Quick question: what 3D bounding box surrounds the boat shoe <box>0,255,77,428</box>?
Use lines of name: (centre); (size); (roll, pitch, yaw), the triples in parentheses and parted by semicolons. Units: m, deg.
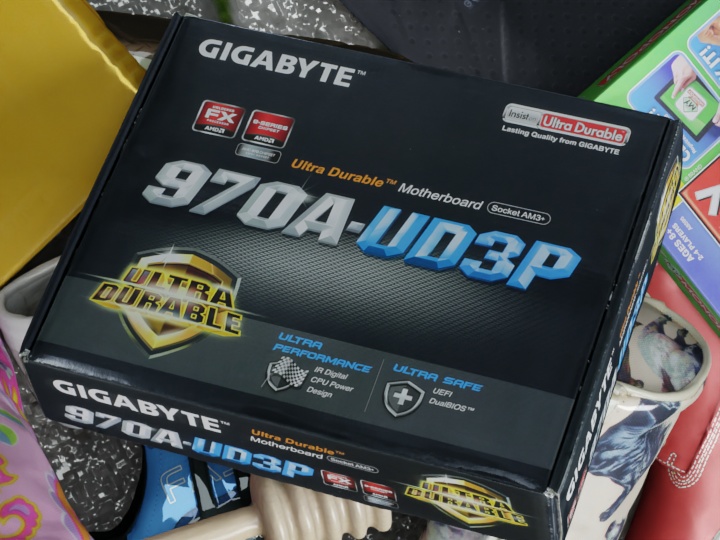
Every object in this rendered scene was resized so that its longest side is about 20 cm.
boat shoe: (-0.046, -0.007, 1.031); (0.199, 0.072, 0.066); (-20, 130, 11)

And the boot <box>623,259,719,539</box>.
boot: (0.114, 0.041, 1.068); (0.144, 0.072, 0.201); (28, 94, -14)

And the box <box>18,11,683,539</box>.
box: (0.000, 0.000, 0.953); (0.199, 0.046, 0.160); (14, 60, 15)

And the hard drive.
hard drive: (0.089, -0.107, 1.072); (0.200, 0.135, 0.042); (39, 36, -13)

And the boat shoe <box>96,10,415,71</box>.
boat shoe: (-0.077, -0.058, 1.070); (0.199, 0.072, 0.077); (9, 106, 3)

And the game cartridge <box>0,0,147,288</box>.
game cartridge: (-0.197, -0.076, 1.035); (0.176, 0.032, 0.200); (-42, 94, 16)

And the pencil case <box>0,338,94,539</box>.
pencil case: (-0.148, 0.078, 0.953); (0.087, 0.200, 0.088); (-14, 129, -18)

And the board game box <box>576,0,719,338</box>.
board game box: (0.185, -0.023, 1.027); (0.134, 0.029, 0.200); (-42, 101, -8)

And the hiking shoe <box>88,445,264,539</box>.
hiking shoe: (-0.046, 0.060, 1.057); (0.086, 0.074, 0.201); (31, 80, -6)

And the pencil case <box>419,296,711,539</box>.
pencil case: (0.059, 0.102, 1.024); (0.078, 0.089, 0.201); (33, 115, 20)

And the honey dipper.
honey dipper: (-0.087, 0.108, 0.994); (0.199, 0.038, 0.038); (-16, 87, -11)
